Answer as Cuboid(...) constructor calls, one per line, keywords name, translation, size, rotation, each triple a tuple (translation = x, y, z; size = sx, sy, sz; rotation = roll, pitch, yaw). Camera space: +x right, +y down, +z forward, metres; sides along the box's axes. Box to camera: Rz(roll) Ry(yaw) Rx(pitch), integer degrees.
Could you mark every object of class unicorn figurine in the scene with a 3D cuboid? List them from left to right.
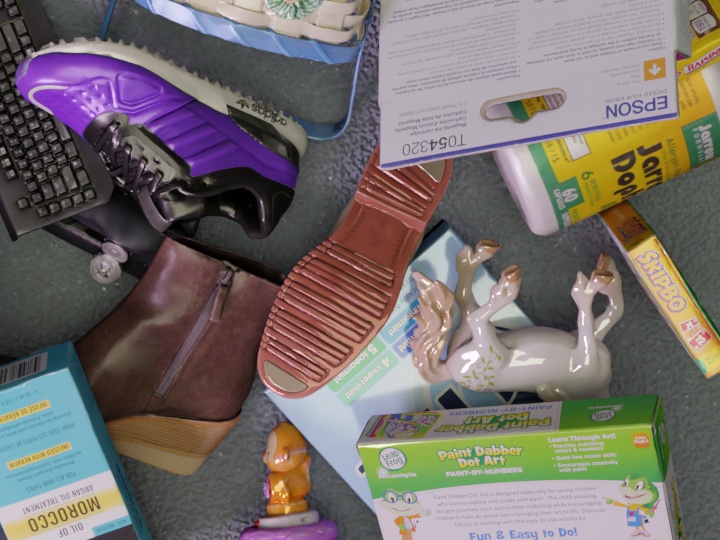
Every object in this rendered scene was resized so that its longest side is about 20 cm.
Cuboid(name="unicorn figurine", translation=(0.128, 0.058, 1.304), size=(0.199, 0.074, 0.138), rotation=(13, 112, 8))

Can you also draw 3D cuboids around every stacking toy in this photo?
Cuboid(name="stacking toy", translation=(-0.045, 0.204, 1.352), size=(0.109, 0.116, 0.201), rotation=(-6, 89, -5))

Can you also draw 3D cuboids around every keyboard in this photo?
Cuboid(name="keyboard", translation=(-0.252, -0.115, 1.283), size=(0.127, 0.021, 0.201), rotation=(-23, 82, -8))

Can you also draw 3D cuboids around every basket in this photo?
Cuboid(name="basket", translation=(-0.075, -0.184, 1.266), size=(0.176, 0.139, 0.200), rotation=(13, 133, -4))

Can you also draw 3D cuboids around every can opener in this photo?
Cuboid(name="can opener", translation=(-0.208, -0.052, 1.320), size=(0.199, 0.079, 0.063), rotation=(24, 136, -4))

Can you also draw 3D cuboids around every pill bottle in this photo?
Cuboid(name="pill bottle", translation=(0.184, -0.112, 1.295), size=(0.199, 0.113, 0.113), rotation=(-24, 100, 1))

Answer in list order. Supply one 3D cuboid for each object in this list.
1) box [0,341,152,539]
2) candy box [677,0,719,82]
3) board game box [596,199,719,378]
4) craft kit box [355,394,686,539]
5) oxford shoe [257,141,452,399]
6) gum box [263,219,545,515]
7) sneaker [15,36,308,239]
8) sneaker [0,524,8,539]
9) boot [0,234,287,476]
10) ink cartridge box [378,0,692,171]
Cuboid(name="box", translation=(-0.192, 0.153, 1.284), size=(0.082, 0.049, 0.201), rotation=(-19, 110, 1))
Cuboid(name="candy box", translation=(0.153, -0.195, 1.264), size=(0.102, 0.026, 0.200), rotation=(-30, 60, 4))
Cuboid(name="board game box", translation=(0.195, 0.006, 1.271), size=(0.030, 0.200, 0.096), rotation=(-34, 100, 4))
Cuboid(name="craft kit box", translation=(0.115, 0.183, 1.299), size=(0.199, 0.049, 0.198), rotation=(-5, 117, 19))
Cuboid(name="oxford shoe", translation=(0.000, 0.000, 1.307), size=(0.071, 0.074, 0.200), rotation=(34, 83, 4))
Cuboid(name="gum box", translation=(0.061, 0.096, 1.358), size=(0.170, 0.045, 0.200), rotation=(-41, 100, 3))
Cuboid(name="sneaker", translation=(-0.130, -0.076, 1.263), size=(0.199, 0.070, 0.100), rotation=(19, 64, -19))
Cuboid(name="sneaker", translation=(-0.233, 0.140, 1.343), size=(0.106, 0.075, 0.201), rotation=(-26, 109, -3))
Cuboid(name="boot", translation=(-0.161, 0.043, 1.312), size=(0.199, 0.072, 0.167), rotation=(18, 113, -20))
Cuboid(name="ink cartridge box", translation=(0.106, -0.162, 1.228), size=(0.196, 0.043, 0.201), rotation=(-8, 69, 24))
